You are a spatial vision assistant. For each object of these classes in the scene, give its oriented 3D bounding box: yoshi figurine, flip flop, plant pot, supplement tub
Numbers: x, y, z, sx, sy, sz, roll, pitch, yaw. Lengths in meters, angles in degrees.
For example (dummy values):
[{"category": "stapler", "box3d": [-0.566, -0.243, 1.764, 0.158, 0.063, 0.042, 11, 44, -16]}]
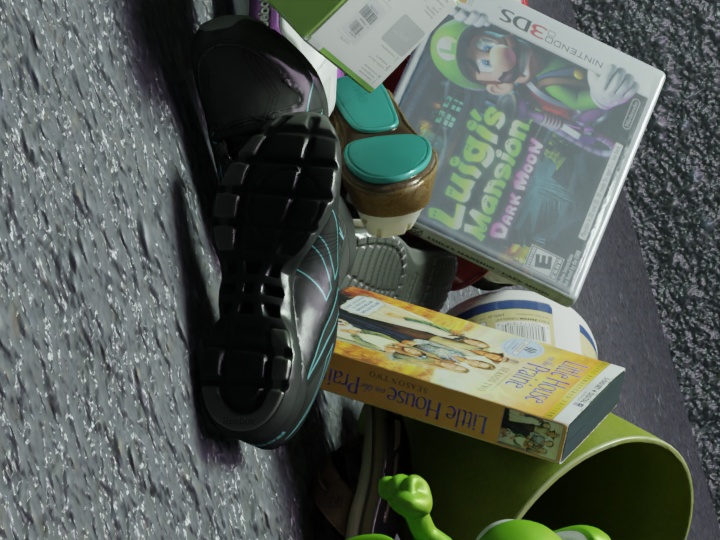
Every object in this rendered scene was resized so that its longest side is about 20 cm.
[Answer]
[{"category": "yoshi figurine", "box3d": [0.044, 0.179, 1.256, 0.112, 0.198, 0.113, -78, 151, -61]}, {"category": "flip flop", "box3d": [-0.006, 0.155, 1.406, 0.081, 0.057, 0.202, 61, 35, -61]}, {"category": "plant pot", "box3d": [0.089, 0.144, 1.501, 0.200, 0.187, 0.188, 38, -17, 42]}, {"category": "supplement tub", "box3d": [0.123, 0.131, 1.752, 0.201, 0.143, 0.145, -90, 161, -45]}]

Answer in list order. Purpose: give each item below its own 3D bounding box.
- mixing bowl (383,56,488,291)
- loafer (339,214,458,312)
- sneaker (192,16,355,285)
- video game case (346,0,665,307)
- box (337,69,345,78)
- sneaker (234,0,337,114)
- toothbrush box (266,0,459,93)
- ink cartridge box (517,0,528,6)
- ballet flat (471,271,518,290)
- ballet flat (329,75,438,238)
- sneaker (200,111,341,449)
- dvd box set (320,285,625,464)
[{"category": "mixing bowl", "box3d": [0.060, -0.097, 1.709, 0.108, 0.200, 0.201, 23, 39, -20]}, {"category": "loafer", "box3d": [0.000, 0.000, 1.575, 0.200, 0.069, 0.076, 14, 99, -65]}, {"category": "sneaker", "box3d": [-0.050, -0.060, 1.351, 0.080, 0.075, 0.201, -77, 149, -55]}, {"category": "video game case", "box3d": [0.109, -0.098, 1.617, 0.023, 0.181, 0.201, 119, -4, -69]}, {"category": "box", "box3d": [-0.045, -0.166, 1.599, 0.143, 0.036, 0.202, -28, 102, -76]}, {"category": "sneaker", "box3d": [-0.050, -0.153, 1.489, 0.100, 0.074, 0.201, 68, 29, -53]}, {"category": "toothbrush box", "box3d": [-0.048, -0.218, 1.349, 0.200, 0.086, 0.146, 49, 6, 16]}, {"category": "ink cartridge box", "box3d": [0.053, -0.213, 1.812, 0.200, 0.143, 0.085, 9, 66, -76]}, {"category": "ballet flat", "box3d": [0.129, -0.036, 1.709, 0.068, 0.200, 0.069, 29, 41, -11]}, {"category": "ballet flat", "box3d": [0.012, -0.066, 1.485, 0.200, 0.067, 0.073, -119, -157, -63]}, {"category": "sneaker", "box3d": [-0.048, 0.007, 1.288, 0.079, 0.075, 0.202, 47, 52, -63]}, {"category": "dvd box set", "box3d": [0.056, 0.063, 1.407, 0.146, 0.198, 0.030, -28, 132, -65]}]
